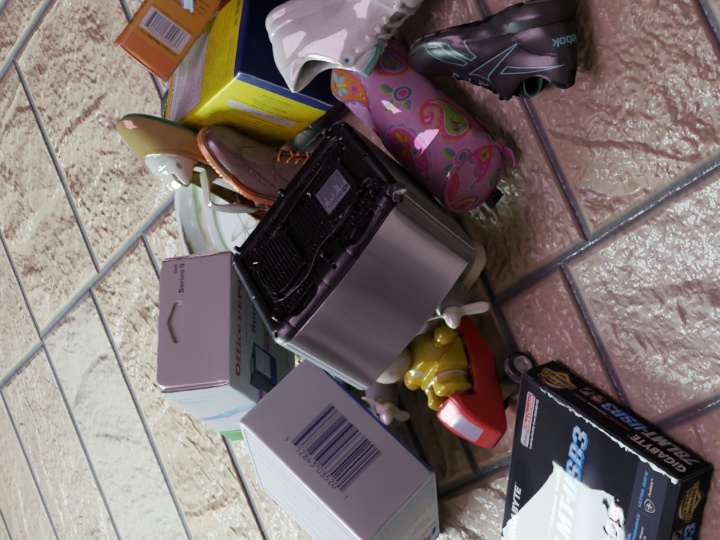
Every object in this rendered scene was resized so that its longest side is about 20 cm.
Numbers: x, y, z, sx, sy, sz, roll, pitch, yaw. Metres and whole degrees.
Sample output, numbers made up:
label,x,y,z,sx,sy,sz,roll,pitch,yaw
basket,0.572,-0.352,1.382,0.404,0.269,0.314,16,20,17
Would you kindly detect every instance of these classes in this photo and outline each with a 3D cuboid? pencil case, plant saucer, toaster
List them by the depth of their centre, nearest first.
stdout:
label,x,y,z,sx,sy,sz,roll,pitch,yaw
toaster,-0.008,-0.014,1.464,0.181,0.118,0.200,-52,30,9
pencil case,0.056,-0.140,1.505,0.200,0.087,0.088,47,138,32
plant saucer,-0.141,-0.053,1.842,0.199,0.050,0.202,27,125,46

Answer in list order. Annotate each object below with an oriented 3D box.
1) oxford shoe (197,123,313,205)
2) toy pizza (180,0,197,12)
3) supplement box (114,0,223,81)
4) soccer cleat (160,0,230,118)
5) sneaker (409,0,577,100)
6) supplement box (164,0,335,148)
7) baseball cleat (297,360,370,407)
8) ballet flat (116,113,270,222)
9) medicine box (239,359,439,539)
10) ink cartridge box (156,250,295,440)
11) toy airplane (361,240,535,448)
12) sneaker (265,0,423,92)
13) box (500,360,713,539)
label,x,y,z,sx,sy,sz,roll,pitch,yaw
oxford shoe,-0.070,-0.103,1.639,0.073,0.199,0.072,-49,21,36
toy pizza,-0.170,-0.345,1.522,0.200,0.031,0.203,168,90,-83
supplement box,-0.169,-0.294,1.655,0.069,0.201,0.067,37,180,-16
soccer cleat,-0.180,-0.238,1.818,0.201,0.067,0.074,120,147,-52
sneaker,0.113,-0.183,1.408,0.199,0.075,0.080,-6,102,56
supplement box,-0.113,-0.194,1.658,0.200,0.109,0.110,-29,49,55
baseball cleat,-0.013,0.082,1.722,0.106,0.070,0.201,34,137,25
ballet flat,-0.163,-0.102,1.666,0.068,0.198,0.064,-24,54,51
medicine box,-0.018,0.215,1.650,0.182,0.103,0.201,41,163,21
ink cartridge box,-0.138,0.082,1.708,0.086,0.200,0.147,-8,68,17
toy airplane,0.057,0.058,1.533,0.198,0.140,0.203,16,118,51
sneaker,0.008,-0.224,1.477,0.198,0.075,0.090,-22,72,28
box,0.214,0.214,1.463,0.198,0.049,0.202,34,130,41
